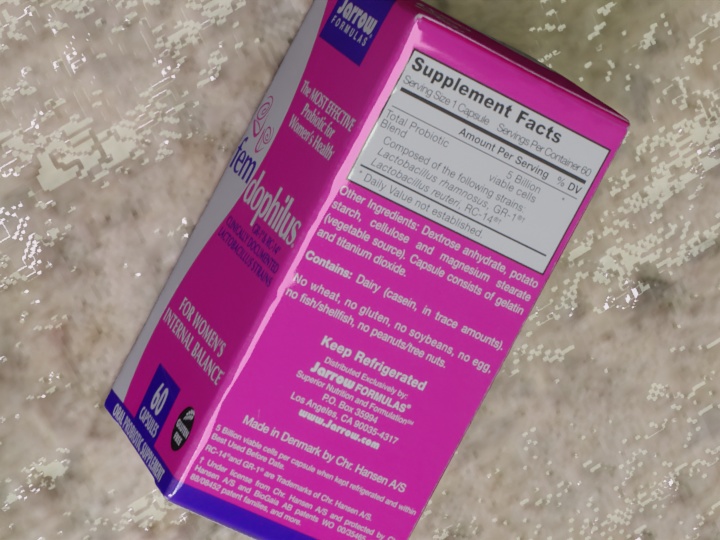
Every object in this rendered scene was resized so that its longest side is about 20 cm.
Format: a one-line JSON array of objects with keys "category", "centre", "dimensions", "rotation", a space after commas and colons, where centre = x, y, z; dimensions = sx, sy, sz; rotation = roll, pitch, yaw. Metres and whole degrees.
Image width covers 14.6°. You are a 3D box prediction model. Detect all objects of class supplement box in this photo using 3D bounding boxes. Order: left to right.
[{"category": "supplement box", "centre": [0.000, 0.000, 1.054], "dimensions": [0.103, 0.101, 0.201], "rotation": [26, 97, -24]}]
